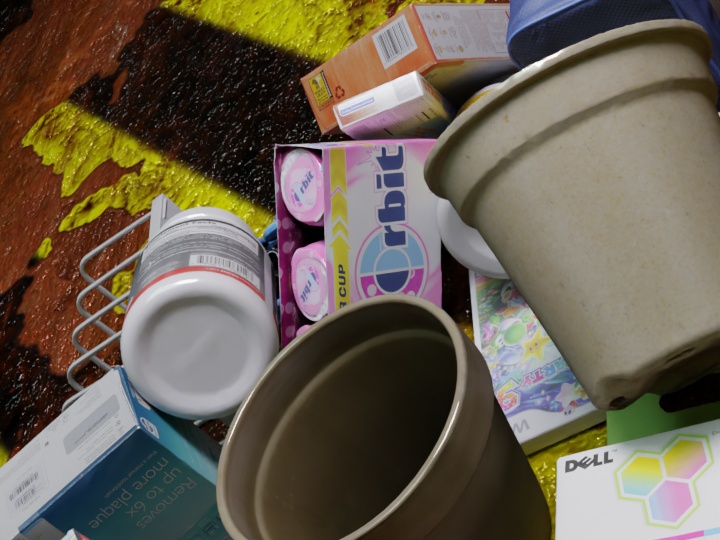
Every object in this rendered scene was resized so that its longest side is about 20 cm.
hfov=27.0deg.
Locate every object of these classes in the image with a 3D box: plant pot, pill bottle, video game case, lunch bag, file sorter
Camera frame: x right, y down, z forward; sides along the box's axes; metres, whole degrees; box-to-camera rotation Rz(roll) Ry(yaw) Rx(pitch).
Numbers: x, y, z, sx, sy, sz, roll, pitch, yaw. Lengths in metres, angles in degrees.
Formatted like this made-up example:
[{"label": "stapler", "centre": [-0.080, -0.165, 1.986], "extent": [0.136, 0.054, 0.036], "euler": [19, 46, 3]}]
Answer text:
[{"label": "plant pot", "centre": [0.032, 0.145, 1.005], "extent": [0.200, 0.174, 0.200], "euler": [-27, 38, 24]}, {"label": "pill bottle", "centre": [0.119, -0.084, 1.192], "extent": [0.104, 0.104, 0.200], "euler": [-29, 23, 23]}, {"label": "pill bottle", "centre": [-0.122, 0.025, 1.166], "extent": [0.116, 0.116, 0.200], "euler": [-39, 17, 10]}, {"label": "video game case", "centre": [0.150, 0.040, 1.127], "extent": [0.143, 0.018, 0.200], "euler": [-28, 38, 24]}, {"label": "lunch bag", "centre": [0.198, -0.199, 1.158], "extent": [0.136, 0.200, 0.132], "euler": [-19, 46, 29]}, {"label": "plant pot", "centre": [0.166, -0.022, 0.928], "extent": [0.200, 0.200, 0.184], "euler": [-31, 71, 20]}, {"label": "file sorter", "centre": [-0.178, 0.065, 1.342], "extent": [0.124, 0.139, 0.200], "euler": [-32, 36, 23]}]

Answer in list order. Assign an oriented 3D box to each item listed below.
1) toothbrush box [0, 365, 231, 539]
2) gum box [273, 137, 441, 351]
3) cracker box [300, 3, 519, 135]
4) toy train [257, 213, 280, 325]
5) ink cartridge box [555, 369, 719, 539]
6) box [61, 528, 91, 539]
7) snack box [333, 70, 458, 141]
[{"label": "toothbrush box", "centre": [-0.162, 0.191, 1.140], "extent": [0.146, 0.200, 0.085], "euler": [-40, 37, 6]}, {"label": "gum box", "centre": [0.000, 0.000, 1.163], "extent": [0.066, 0.113, 0.200], "euler": [8, 102, 51]}, {"label": "cracker box", "centre": [0.065, -0.172, 1.273], "extent": [0.134, 0.200, 0.058], "euler": [-28, 79, 38]}, {"label": "toy train", "centre": [-0.030, -0.018, 1.297], "extent": [0.200, 0.114, 0.087], "euler": [-36, 76, 32]}, {"label": "ink cartridge box", "centre": [0.201, 0.118, 0.929], "extent": [0.148, 0.076, 0.200], "euler": [-19, 46, 29]}, {"label": "box", "centre": [-0.181, 0.280, 1.067], "extent": [0.137, 0.200, 0.040], "euler": [-44, 40, 3]}, {"label": "snack box", "centre": [0.041, -0.120, 1.244], "extent": [0.072, 0.200, 0.024], "euler": [-22, 78, 12]}]
